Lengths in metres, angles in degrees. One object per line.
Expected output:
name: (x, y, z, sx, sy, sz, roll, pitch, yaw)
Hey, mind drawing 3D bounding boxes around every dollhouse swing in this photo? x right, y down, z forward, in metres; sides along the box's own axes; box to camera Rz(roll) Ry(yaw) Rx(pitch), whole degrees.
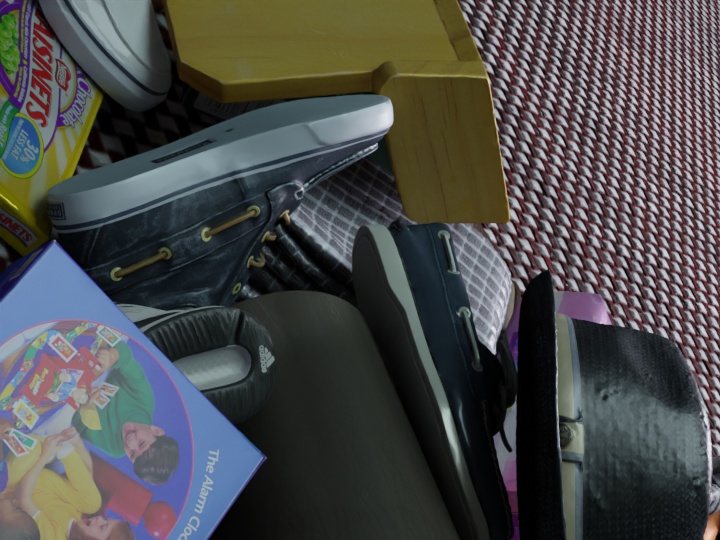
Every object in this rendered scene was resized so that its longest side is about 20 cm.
dollhouse swing: (-0.021, -0.127, 1.017, 0.182, 0.175, 0.200, 75, -2, -48)

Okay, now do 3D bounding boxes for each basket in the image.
basket: (-0.023, 0.120, 0.808, 0.181, 0.136, 0.200, 77, -5, -53)

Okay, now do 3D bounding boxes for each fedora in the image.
fedora: (0.131, 0.099, 0.831, 0.201, 0.091, 0.201, 0, 90, -88)

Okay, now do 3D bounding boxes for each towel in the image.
towel: (0.000, 0.000, 0.992, 0.200, 0.086, 0.166, 39, 31, -9)

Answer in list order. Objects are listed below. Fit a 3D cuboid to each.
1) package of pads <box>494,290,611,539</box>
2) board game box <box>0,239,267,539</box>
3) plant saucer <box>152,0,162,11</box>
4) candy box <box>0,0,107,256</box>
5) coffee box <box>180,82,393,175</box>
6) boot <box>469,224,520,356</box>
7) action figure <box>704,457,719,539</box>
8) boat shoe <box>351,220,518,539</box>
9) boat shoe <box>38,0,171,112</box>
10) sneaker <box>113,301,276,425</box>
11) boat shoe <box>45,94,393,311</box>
package of pads: (0.122, 0.119, 1.043, 0.200, 0.075, 0.121, -64, 143, -47)
board game box: (-0.144, 0.106, 0.634, 0.135, 0.045, 0.200, 48, 54, -16)
plant saucer: (-0.192, -0.255, 1.056, 0.200, 0.032, 0.201, 39, 32, -31)
candy box: (-0.194, -0.103, 0.891, 0.102, 0.026, 0.200, 46, 28, -27)
coffee box: (-0.022, -0.127, 1.105, 0.200, 0.044, 0.123, 19, 39, -17)
boot: (0.043, -0.025, 1.145, 0.146, 0.070, 0.200, 45, 21, -25)
action figure: (0.291, 0.213, 1.259, 0.193, 0.105, 0.200, 4, 54, -46)
boat shoe: (0.050, 0.059, 0.858, 0.062, 0.075, 0.200, -8, 54, -18)
boat shoe: (-0.158, -0.192, 0.936, 0.200, 0.067, 0.074, 59, 25, -10)
sneaker: (-0.151, 0.056, 0.752, 0.200, 0.115, 0.076, -6, 92, -28)
boat shoe: (-0.067, -0.031, 0.871, 0.071, 0.200, 0.091, 26, -46, 63)
